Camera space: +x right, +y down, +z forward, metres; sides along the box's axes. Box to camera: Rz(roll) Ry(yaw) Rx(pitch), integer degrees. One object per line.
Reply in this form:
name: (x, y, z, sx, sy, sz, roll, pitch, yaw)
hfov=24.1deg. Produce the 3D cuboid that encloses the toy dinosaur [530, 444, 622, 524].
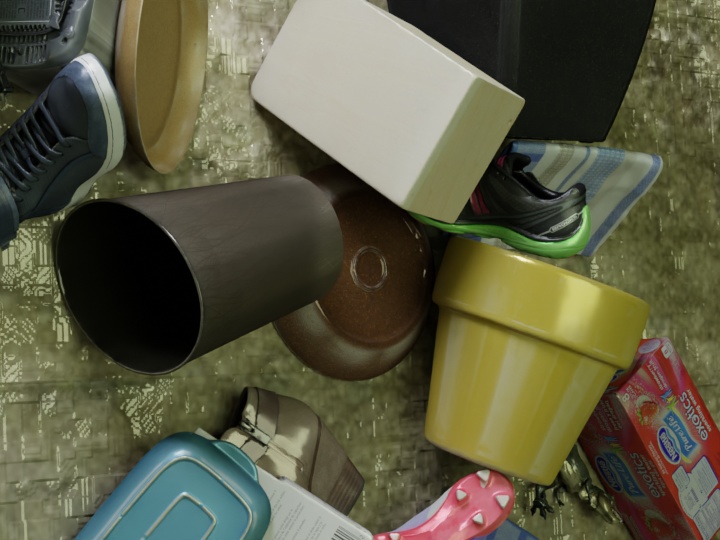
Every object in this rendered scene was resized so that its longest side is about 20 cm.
toy dinosaur: (0.191, 0.187, 1.674, 0.201, 0.047, 0.088, 60, 41, -15)

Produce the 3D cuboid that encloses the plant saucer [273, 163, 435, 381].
plant saucer: (0.000, 0.000, 1.554, 0.199, 0.036, 0.203, 5, 82, -36)

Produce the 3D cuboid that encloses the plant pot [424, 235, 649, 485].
plant pot: (0.147, 0.088, 1.572, 0.199, 0.200, 0.191, 19, 90, -34)

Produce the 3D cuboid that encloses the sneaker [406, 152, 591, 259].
sneaker: (0.119, -0.072, 1.547, 0.077, 0.198, 0.085, -34, 136, -67)

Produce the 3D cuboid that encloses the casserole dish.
casserole dish: (-0.158, 0.224, 1.356, 0.121, 0.039, 0.200, 40, 86, -3)

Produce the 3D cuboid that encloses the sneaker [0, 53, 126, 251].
sneaker: (-0.262, -0.078, 1.268, 0.145, 0.202, 0.077, -25, 77, -32)

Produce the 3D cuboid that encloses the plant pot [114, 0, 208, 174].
plant pot: (-0.164, -0.181, 1.386, 0.200, 0.027, 0.203, 6, 90, -81)

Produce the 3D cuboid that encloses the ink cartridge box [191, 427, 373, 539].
ink cartridge box: (-0.113, 0.259, 1.399, 0.175, 0.045, 0.201, 33, 86, -3)

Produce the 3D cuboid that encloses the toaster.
toaster: (-0.239, -0.216, 1.322, 0.129, 0.112, 0.203, 36, 54, -74)

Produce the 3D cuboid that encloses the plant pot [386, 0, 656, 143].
plant pot: (0.149, -0.214, 1.599, 0.198, 0.199, 0.180, -1, 95, -37)

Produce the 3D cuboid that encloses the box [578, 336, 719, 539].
box: (0.299, 0.177, 1.723, 0.100, 0.095, 0.201, -42, 110, -32)

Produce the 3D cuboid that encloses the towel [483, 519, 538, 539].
towel: (0.108, 0.327, 1.601, 0.146, 0.024, 0.202, 36, 65, -30)

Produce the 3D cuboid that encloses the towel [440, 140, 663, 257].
towel: (0.189, -0.067, 1.647, 0.198, 0.147, 0.024, 3, 48, -35)

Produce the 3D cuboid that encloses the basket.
basket: (-0.119, -0.007, 1.396, 0.199, 0.179, 0.138, -17, 119, -45)

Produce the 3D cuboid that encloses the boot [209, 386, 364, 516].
boot: (-0.089, 0.207, 1.455, 0.146, 0.070, 0.201, 36, 69, -20)

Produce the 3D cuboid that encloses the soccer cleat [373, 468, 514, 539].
soccer cleat: (0.057, 0.251, 1.535, 0.199, 0.077, 0.067, -35, 71, -6)

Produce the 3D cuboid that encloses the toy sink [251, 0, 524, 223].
toy sink: (0.024, -0.153, 1.502, 0.131, 0.199, 0.112, -60, 151, 10)
